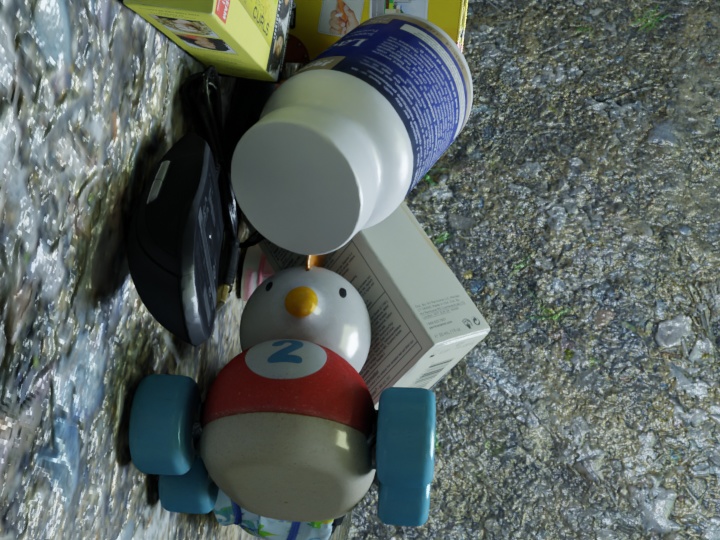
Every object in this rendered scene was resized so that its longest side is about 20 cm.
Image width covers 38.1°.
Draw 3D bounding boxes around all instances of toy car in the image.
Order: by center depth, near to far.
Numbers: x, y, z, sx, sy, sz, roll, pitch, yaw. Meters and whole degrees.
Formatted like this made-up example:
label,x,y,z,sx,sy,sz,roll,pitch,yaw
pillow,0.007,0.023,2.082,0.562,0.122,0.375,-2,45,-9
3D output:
label,x,y,z,sx,sy,sz,roll,pitch,yaw
toy car,-0.041,0.057,0.710,0.177,0.183,0.201,87,6,-62

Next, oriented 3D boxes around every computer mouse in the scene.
label,x,y,z,sx,sy,sz,roll,pitch,yaw
computer mouse,-0.105,-0.015,0.624,0.201,0.046,0.141,-93,180,-46

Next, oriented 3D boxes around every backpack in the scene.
label,x,y,z,sx,sy,sz,roll,pitch,yaw
backpack,-0.063,0.155,0.863,0.200,0.153,0.164,177,-74,-68

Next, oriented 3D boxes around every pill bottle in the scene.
label,x,y,z,sx,sy,sz,roll,pitch,yaw
pill bottle,-0.003,-0.098,0.730,0.200,0.115,0.116,-51,152,-52

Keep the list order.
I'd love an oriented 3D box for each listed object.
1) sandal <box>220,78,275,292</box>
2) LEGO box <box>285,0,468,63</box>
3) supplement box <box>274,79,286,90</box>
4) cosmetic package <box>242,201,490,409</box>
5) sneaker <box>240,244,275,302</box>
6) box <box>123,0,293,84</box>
label,x,y,z,sx,sy,sz,roll,pitch,yaw
sandal,-0.076,-0.081,0.775,0.075,0.048,0.202,83,15,-72
LEGO box,0.012,-0.265,0.818,0.077,0.148,0.201,-102,-165,-65
supplement box,-0.043,-0.140,0.951,0.200,0.066,0.069,-61,158,-74
cosmetic package,0.000,0.000,0.812,0.071,0.201,0.105,-10,151,-45
sneaker,-0.039,-0.030,0.961,0.201,0.104,0.076,-76,170,-56
box,-0.080,-0.163,0.605,0.200,0.050,0.076,7,92,-84
